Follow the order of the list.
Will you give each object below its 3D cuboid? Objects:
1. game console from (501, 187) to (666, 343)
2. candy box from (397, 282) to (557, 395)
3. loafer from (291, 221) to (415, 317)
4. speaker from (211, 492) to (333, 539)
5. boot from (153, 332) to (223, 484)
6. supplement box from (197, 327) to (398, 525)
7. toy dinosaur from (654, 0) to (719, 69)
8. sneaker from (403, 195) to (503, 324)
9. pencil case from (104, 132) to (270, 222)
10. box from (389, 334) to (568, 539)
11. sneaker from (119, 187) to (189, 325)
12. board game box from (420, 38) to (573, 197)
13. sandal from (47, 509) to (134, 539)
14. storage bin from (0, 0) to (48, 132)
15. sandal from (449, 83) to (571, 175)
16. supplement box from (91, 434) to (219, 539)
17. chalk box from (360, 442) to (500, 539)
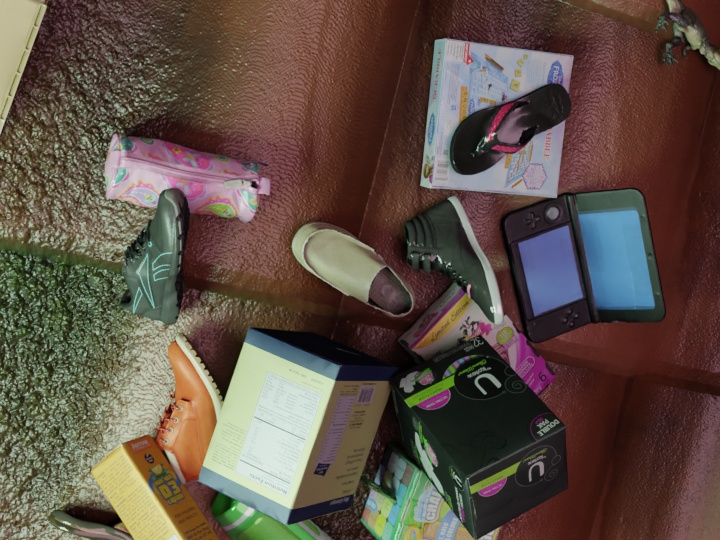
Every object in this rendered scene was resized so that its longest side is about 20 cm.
[{"bbox_3d":[0.315,-0.003,1.521,0.175,0.116,0.202,-19,104,-16],"label":"game console"},{"bbox_3d":[0.168,0.125,1.519,0.136,0.061,0.200,-45,110,-7],"label":"candy box"},{"bbox_3d":[0.000,0.000,1.432,0.199,0.068,0.076,30,88,-22],"label":"loafer"},{"bbox_3d":[-0.106,0.361,1.448,0.089,0.088,0.200,-48,111,-7],"label":"speaker"},{"bbox_3d":[-0.226,0.183,1.383,0.106,0.075,0.202,-20,106,-11],"label":"boot"},{"bbox_3d":[-0.074,0.192,1.352,0.133,0.200,0.201,20,92,23],"label":"supplement box"},{"bbox_3d":[0.464,-0.356,1.554,0.088,0.047,0.200,-46,111,-23],"label":"toy dinosaur"},{"bbox_3d":[0.120,-0.001,1.440,0.098,0.071,0.201,-20,62,-6],"label":"sneaker"},{"bbox_3d":[-0.215,-0.113,1.326,0.198,0.087,0.088,10,96,-20],"label":"pencil case"},{"bbox_3d":[0.150,0.209,1.371,0.148,0.200,0.125,-24,132,-15],"label":"box"},{"bbox_3d":[-0.252,-0.014,1.307,0.079,0.076,0.201,9,127,-5],"label":"sneaker"},{"bbox_3d":[0.189,-0.207,1.480,0.198,0.041,0.202,4,98,-20],"label":"board game box"},{"bbox_3d":[-0.303,0.334,1.388,0.199,0.082,0.055,21,70,-15],"label":"sandal"},{"bbox_3d":[-0.475,-0.267,1.202,0.199,0.094,0.200,21,91,-21],"label":"storage bin"},{"bbox_3d":[0.205,-0.195,1.441,0.199,0.045,0.076,-30,108,-13],"label":"sandal"},{"bbox_3d":[-0.249,0.307,1.341,0.069,0.066,0.200,-43,78,21],"label":"supplement box"},{"bbox_3d":[0.085,0.327,1.491,0.199,0.124,0.125,19,93,-21],"label":"chalk box"}]
